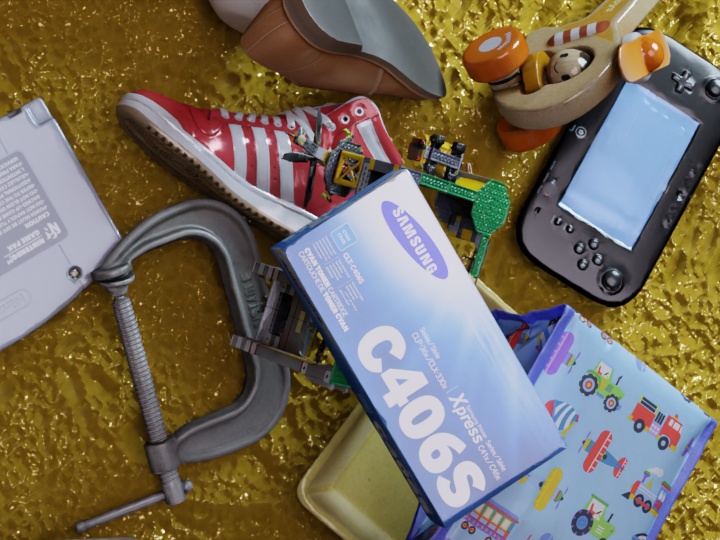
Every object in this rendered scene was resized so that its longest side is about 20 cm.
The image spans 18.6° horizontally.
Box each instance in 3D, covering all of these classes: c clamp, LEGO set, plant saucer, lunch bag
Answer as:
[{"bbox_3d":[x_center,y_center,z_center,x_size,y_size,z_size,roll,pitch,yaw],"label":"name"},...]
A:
[{"bbox_3d":[-0.126,0.058,1.466,0.169,0.027,0.202,-14,100,-25],"label":"c clamp"},{"bbox_3d":[0.000,0.000,1.452,0.153,0.115,0.202,4,100,-46],"label":"LEGO set"},{"bbox_3d":[0.078,0.139,1.530,0.200,0.048,0.201,41,74,-11],"label":"plant saucer"},{"bbox_3d":[0.123,0.148,1.443,0.150,0.094,0.201,36,68,-26],"label":"lunch bag"}]

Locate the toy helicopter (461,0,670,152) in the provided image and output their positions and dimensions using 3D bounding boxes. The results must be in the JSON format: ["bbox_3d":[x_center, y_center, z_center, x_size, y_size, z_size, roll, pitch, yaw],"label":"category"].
[{"bbox_3d":[0.175,-0.167,1.552,0.200,0.132,0.079,-46,122,-29],"label":"toy helicopter"}]

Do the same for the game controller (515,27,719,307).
[{"bbox_3d":[0.192,-0.076,1.589,0.104,0.042,0.201,33,76,-12],"label":"game controller"}]

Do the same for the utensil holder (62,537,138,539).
[{"bbox_3d":[-0.229,0.251,1.359,0.198,0.170,0.172,-3,86,-19],"label":"utensil holder"}]

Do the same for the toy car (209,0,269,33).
[{"bbox_3d":[-0.074,-0.265,1.465,0.199,0.150,0.176,24,79,-14],"label":"toy car"}]

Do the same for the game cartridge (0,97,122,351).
[{"bbox_3d":[-0.263,-0.009,1.442,0.199,0.040,0.134,-31,91,-18],"label":"game cartridge"}]

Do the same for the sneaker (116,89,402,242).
[{"bbox_3d":[-0.062,-0.093,1.494,0.199,0.071,0.113,33,80,-20],"label":"sneaker"}]

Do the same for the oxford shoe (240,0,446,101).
[{"bbox_3d":[-0.010,-0.149,1.493,0.199,0.071,0.072,16,49,-54],"label":"oxford shoe"}]

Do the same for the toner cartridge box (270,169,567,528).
[{"bbox_3d":[0.036,0.048,1.355,0.095,0.043,0.201,-32,97,-10],"label":"toner cartridge box"}]
